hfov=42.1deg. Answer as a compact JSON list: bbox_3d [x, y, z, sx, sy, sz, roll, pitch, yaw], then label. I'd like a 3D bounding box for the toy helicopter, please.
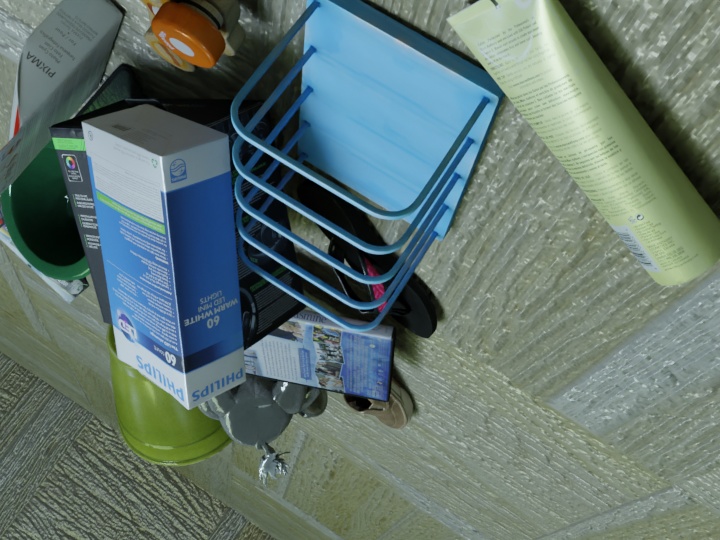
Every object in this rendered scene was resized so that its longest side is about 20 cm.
[{"bbox_3d":[-0.140,-0.187,0.650,0.132,0.079,0.200,30,170,-5],"label":"toy helicopter"}]

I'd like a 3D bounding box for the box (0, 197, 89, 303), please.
[{"bbox_3d":[-0.435,-0.054,1.242,0.137,0.040,0.200,52,176,-37],"label":"box"}]

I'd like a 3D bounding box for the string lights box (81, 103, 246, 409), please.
[{"bbox_3d":[-0.143,-0.010,0.692,0.102,0.059,0.201,25,127,39],"label":"string lights box"}]

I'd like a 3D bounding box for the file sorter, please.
[{"bbox_3d":[-0.009,-0.063,0.643,0.138,0.123,0.200,32,157,8],"label":"file sorter"}]

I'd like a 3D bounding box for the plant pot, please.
[{"bbox_3d":[-0.265,0.136,1.304,0.200,0.201,0.194,24,147,23],"label":"plant pot"}]

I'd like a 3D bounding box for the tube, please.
[{"bbox_3d":[0.133,-0.078,0.526,0.058,0.052,0.200,-37,108,22],"label":"tube"}]

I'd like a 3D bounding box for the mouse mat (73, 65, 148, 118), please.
[{"bbox_3d":[-0.206,-0.075,0.891,0.161,0.008,0.201,-30,94,44],"label":"mouse mat"}]

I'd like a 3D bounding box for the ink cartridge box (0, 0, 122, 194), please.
[{"bbox_3d":[-0.287,-0.130,0.785,0.047,0.200,0.160,40,156,-11],"label":"ink cartridge box"}]

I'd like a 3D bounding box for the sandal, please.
[{"bbox_3d":[0.000,0.000,0.848,0.075,0.045,0.200,6,143,48],"label":"sandal"}]

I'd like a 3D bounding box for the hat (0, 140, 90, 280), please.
[{"bbox_3d":[-0.318,-0.083,1.150,0.165,0.176,0.201,23,115,20],"label":"hat"}]

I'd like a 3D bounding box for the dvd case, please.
[{"bbox_3d":[-0.064,0.079,0.953,0.199,0.018,0.143,10,148,6],"label":"dvd case"}]

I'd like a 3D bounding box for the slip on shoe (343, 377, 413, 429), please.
[{"bbox_3d":[0.007,0.140,1.087,0.076,0.061,0.200,22,154,28],"label":"slip on shoe"}]

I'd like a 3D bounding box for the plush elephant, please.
[{"bbox_3d":[-0.127,0.149,1.203,0.155,0.164,0.201,-107,9,-70],"label":"plush elephant"}]

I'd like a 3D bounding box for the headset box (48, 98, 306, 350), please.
[{"bbox_3d":[-0.154,-0.051,0.794,0.173,0.093,0.201,9,118,34],"label":"headset box"}]
